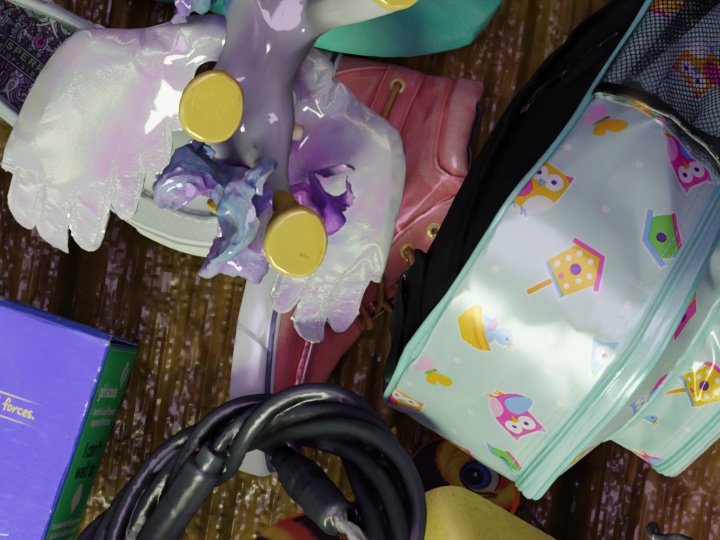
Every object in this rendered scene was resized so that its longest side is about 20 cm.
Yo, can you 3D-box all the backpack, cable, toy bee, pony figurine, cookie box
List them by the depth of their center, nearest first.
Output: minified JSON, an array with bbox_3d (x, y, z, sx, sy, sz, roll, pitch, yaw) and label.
[{"bbox_3d":[-0.041,-0.066,0.665,0.166,0.200,0.193,18,103,-13],"label":"pony figurine"},{"bbox_3d":[-0.067,0.122,0.705,0.200,0.051,0.163,-13,51,38],"label":"cable"},{"bbox_3d":[0.104,-0.001,0.711,0.153,0.176,0.200,41,57,7],"label":"backpack"},{"bbox_3d":[0.030,0.120,0.778,0.200,0.109,0.131,5,130,-28],"label":"toy bee"},{"bbox_3d":[-0.215,0.099,0.789,0.171,0.075,0.200,19,88,2],"label":"cookie box"}]

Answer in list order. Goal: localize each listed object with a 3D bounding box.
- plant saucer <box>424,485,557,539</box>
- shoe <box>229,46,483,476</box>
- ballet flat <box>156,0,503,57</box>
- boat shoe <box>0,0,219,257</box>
[{"bbox_3d":[0.054,0.214,0.731,0.200,0.048,0.200,31,100,-27],"label":"plant saucer"},{"bbox_3d":[0.000,0.000,0.793,0.091,0.071,0.200,10,83,7],"label":"shoe"},{"bbox_3d":[-0.035,-0.143,0.786,0.200,0.070,0.067,11,71,11],"label":"ballet flat"},{"bbox_3d":[-0.119,-0.071,0.773,0.201,0.072,0.070,32,90,22],"label":"boat shoe"}]
